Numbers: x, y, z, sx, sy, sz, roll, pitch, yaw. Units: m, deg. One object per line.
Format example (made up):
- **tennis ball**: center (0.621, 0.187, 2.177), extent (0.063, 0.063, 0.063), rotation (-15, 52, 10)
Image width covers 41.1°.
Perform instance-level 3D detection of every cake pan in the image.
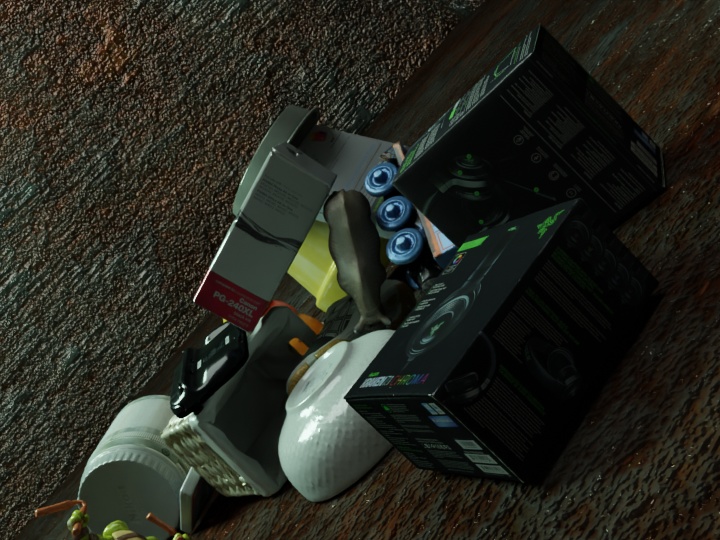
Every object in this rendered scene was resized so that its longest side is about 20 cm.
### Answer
- **cake pan**: center (-0.120, -0.146, 1.337), extent (0.201, 0.037, 0.200), rotation (-61, -1, -1)

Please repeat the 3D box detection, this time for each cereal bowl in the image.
- **cereal bowl**: center (-0.017, 0.136, 0.998), extent (0.200, 0.083, 0.200), rotation (-45, 11, 11)

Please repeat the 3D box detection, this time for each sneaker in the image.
- **sneaker**: center (-0.021, 0.086, 1.169), extent (0.200, 0.076, 0.087), rotation (-41, 34, -21)

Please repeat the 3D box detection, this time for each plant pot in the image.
- **plant pot**: center (-0.043, -0.051, 1.373), extent (0.202, 0.188, 0.201), rotation (-61, -2, -4)

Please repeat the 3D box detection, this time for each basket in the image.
- **basket**: center (-0.129, 0.164, 1.174), extent (0.123, 0.136, 0.200), rotation (-28, 21, 50)

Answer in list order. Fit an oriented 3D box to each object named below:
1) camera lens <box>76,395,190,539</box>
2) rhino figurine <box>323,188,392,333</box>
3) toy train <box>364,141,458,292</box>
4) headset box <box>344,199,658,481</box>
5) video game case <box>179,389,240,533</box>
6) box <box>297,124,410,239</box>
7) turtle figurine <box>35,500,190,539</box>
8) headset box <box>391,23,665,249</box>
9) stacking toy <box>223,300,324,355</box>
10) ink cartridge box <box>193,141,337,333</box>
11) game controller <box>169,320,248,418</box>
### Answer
- **camera lens**: center (-0.306, 0.286, 1.391), extent (0.160, 0.160, 0.200), rotation (-44, 11, 16)
- **rhino figurine**: center (0.000, 0.000, 1.095), extent (0.059, 0.201, 0.087), rotation (-13, -5, 0)
- **toy train**: center (0.080, -0.066, 1.107), extent (0.114, 0.087, 0.201), rotation (-26, 51, 12)
- **headset box**: center (0.107, 0.051, 0.740), extent (0.200, 0.093, 0.174), rotation (-50, 11, -19)
- **video game case**: center (-0.189, 0.232, 1.269), extent (0.143, 0.017, 0.201), rotation (105, -173, -56)
- **box**: center (0.000, -0.119, 1.283), extent (0.041, 0.199, 0.156), rotation (91, -160, -44)
- **turtle figurine**: center (-0.276, 0.329, 1.129), extent (0.161, 0.199, 0.065), rotation (11, 78, 54)
- **headset box**: center (0.153, -0.094, 0.914), extent (0.200, 0.174, 0.093), rotation (-42, 11, 30)
- **stacking toy**: center (-0.157, 0.077, 1.454), extent (0.146, 0.200, 0.146), rotation (-44, 9, 9)
- **ink cartridge box**: center (-0.110, -0.044, 1.152), extent (0.201, 0.083, 0.145), rotation (-60, 4, 11)
- **game controller**: center (-0.175, 0.111, 1.118), extent (0.104, 0.042, 0.200), rotation (-33, 12, -2)
